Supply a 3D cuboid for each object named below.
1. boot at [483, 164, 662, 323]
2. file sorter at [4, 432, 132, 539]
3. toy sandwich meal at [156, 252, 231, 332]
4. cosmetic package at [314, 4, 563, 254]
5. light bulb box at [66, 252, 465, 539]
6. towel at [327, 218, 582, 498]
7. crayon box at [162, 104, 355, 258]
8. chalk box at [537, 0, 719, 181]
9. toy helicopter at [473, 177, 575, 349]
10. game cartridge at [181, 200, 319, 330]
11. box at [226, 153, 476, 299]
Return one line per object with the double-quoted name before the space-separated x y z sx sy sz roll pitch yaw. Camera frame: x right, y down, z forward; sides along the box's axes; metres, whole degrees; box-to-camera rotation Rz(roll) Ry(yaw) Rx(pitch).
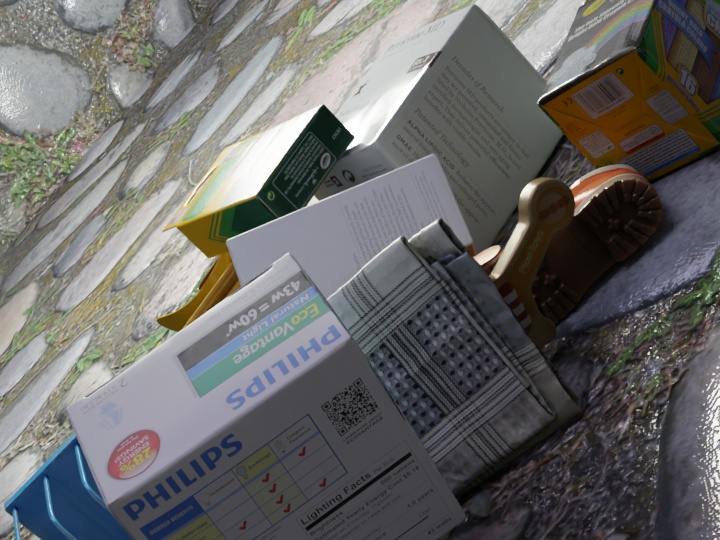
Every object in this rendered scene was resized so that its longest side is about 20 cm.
"boot" 0.171 -0.018 1.475 0.199 0.075 0.107 -36 14 13
"file sorter" -0.238 0.232 1.717 0.200 0.139 0.123 -45 22 3
"toy sandwich meal" -0.148 0.020 1.939 0.205 0.070 0.205 -42 -9 -9
"cosmetic package" 0.076 -0.128 1.727 0.164 0.165 0.201 -14 37 57
"light bulb box" -0.064 0.135 1.192 0.198 0.201 0.125 -34 37 -4
"towel" 0.045 0.087 1.342 0.200 0.193 0.035 -39 -4 21
"crayon box" -0.102 -0.083 1.685 0.199 0.052 0.126 -15 36 56
"chalk box" 0.264 -0.192 1.533 0.124 0.124 0.201 -28 25 44
"toy helicopter" 0.110 0.012 1.385 0.201 0.132 0.079 -64 22 -6
"game cartridge" -0.090 -0.004 1.801 0.177 0.032 0.200 -51 -10 29
"box" 0.000 0.000 1.503 0.199 0.125 0.098 -22 64 2
